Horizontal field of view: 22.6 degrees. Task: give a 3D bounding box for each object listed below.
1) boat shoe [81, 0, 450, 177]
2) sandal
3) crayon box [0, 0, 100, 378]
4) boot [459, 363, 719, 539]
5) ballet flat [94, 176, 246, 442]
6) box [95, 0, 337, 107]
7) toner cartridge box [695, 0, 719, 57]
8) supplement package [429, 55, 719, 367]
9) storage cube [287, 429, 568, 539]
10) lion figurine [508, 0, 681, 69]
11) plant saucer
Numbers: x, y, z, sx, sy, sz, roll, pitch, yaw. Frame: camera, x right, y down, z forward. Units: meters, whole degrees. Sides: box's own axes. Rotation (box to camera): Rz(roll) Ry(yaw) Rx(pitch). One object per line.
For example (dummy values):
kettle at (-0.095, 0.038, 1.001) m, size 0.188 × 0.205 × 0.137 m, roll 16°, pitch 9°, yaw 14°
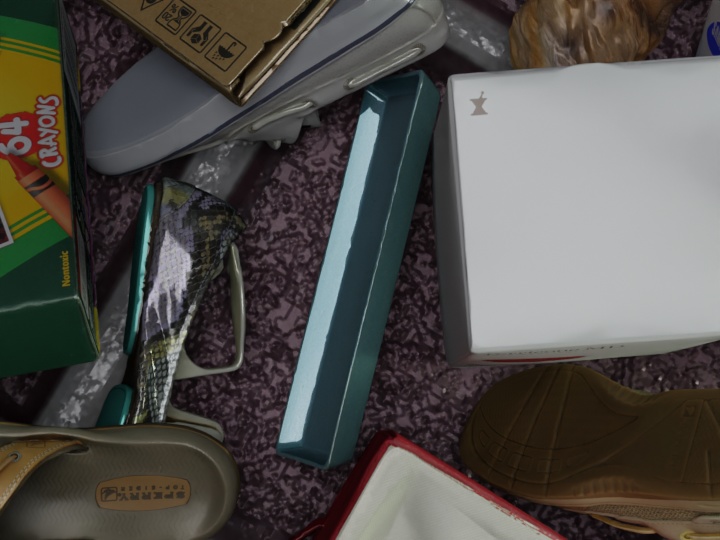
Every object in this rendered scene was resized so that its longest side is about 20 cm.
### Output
boat shoe at (-0.047, -0.092, 0.905) m, size 0.200 × 0.071 × 0.070 m, roll -29°, pitch 130°, yaw 14°
sandal at (-0.152, 0.111, 0.824) m, size 0.199 × 0.054 × 0.081 m, roll -4°, pitch 109°, yaw -11°
crayon box at (-0.220, -0.038, 0.862) m, size 0.172 × 0.058 × 0.200 m, roll -10°, pitch 54°, yaw -2°
boot at (0.159, 0.112, 0.879) m, size 0.155 × 0.200 × 0.073 m, roll 39°, pitch 63°, yaw -37°
ballet flat at (-0.096, 0.056, 0.897) m, size 0.072 × 0.072 × 0.201 m, roll 13°, pitch 87°, yaw 1°
box at (-0.074, -0.192, 0.894) m, size 0.200 × 0.021 × 0.164 m, roll 38°, pitch 83°, yaw 30°
toner cartridge box at (0.188, -0.052, 0.828) m, size 0.043 × 0.200 × 0.095 m, roll 10°, pitch 118°, yaw -5°
supplement package at (0.098, -0.019, 0.835) m, size 0.121 × 0.200 × 0.120 m, roll -4°, pitch 85°, yaw 0°
storage cube at (0.039, 0.188, 0.828) m, size 0.200 × 0.180 × 0.171 m, roll 32°, pitch 86°, yaw 1°
lion figurine at (0.158, -0.163, 0.912) m, size 0.200 × 0.072 × 0.123 m, roll -25°, pitch 88°, yaw -4°
plant saucer at (0.000, 0.000, 0.903) m, size 0.019 × 0.070 × 0.201 m, roll 17°, pitch 85°, yaw -23°
